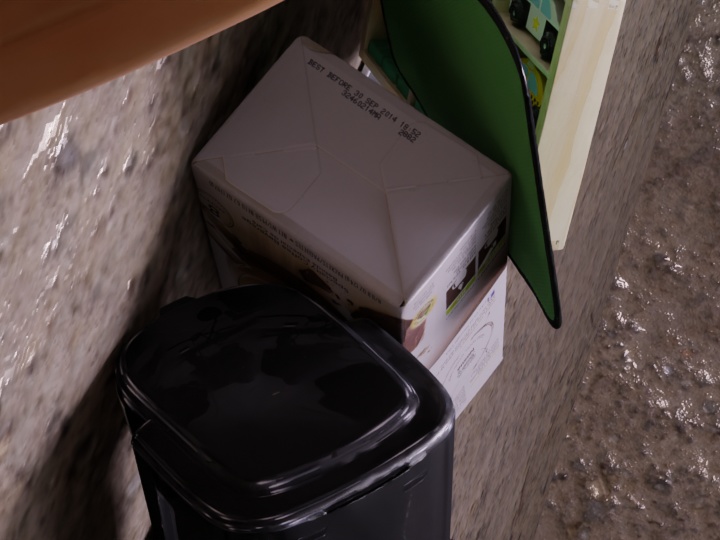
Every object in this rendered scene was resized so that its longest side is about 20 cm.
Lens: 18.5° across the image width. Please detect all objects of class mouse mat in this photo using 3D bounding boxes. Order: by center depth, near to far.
[{"bbox_3d":[0.039,-0.089,0.944,0.162,0.007,0.201,77,-12,-47],"label":"mouse mat"}]

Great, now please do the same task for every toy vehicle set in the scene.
[{"bbox_3d":[0.055,-0.112,1.030,0.200,0.026,0.125,-124,-141,-52],"label":"toy vehicle set"}]

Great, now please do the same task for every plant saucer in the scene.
[{"bbox_3d":[-0.049,-0.085,0.531,0.038,0.199,0.200,64,27,-15],"label":"plant saucer"}]

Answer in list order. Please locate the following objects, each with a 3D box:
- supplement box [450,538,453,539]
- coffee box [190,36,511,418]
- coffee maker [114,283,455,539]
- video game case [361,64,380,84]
[{"bbox_3d":[0.021,0.205,1.157,0.200,0.085,0.111,2,106,-76],"label":"supplement box"},{"bbox_3d":[0.000,0.000,0.987,0.080,0.113,0.200,-50,162,-18],"label":"coffee box"},{"bbox_3d":[-0.012,0.128,0.911,0.135,0.191,0.201,-48,147,-40],"label":"coffee maker"},{"bbox_3d":[0.000,-0.026,1.222,0.200,0.023,0.183,87,24,-63],"label":"video game case"}]
